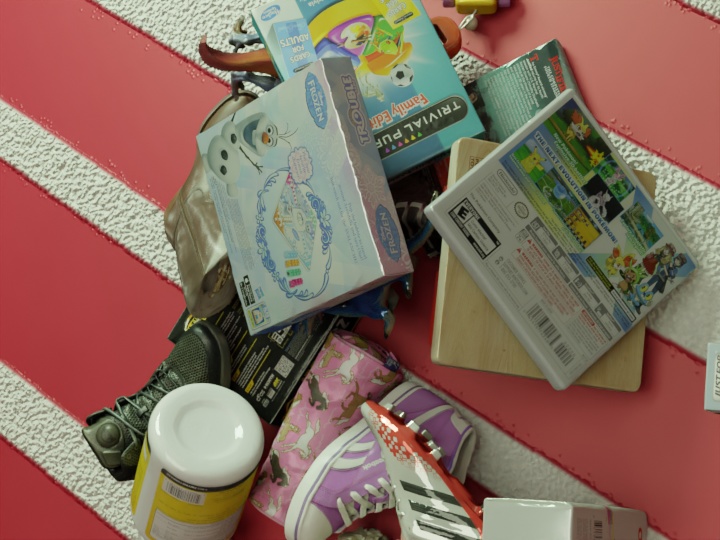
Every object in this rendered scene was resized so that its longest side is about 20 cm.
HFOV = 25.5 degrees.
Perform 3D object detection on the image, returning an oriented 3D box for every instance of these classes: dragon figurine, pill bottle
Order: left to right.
[{"bbox_3d":[-0.164,0.208,1.547,0.112,0.111,0.201,51,144,24],"label":"pill bottle"},{"bbox_3d":[0.000,0.000,1.491,0.099,0.059,0.201,22,132,-7],"label":"dragon figurine"}]

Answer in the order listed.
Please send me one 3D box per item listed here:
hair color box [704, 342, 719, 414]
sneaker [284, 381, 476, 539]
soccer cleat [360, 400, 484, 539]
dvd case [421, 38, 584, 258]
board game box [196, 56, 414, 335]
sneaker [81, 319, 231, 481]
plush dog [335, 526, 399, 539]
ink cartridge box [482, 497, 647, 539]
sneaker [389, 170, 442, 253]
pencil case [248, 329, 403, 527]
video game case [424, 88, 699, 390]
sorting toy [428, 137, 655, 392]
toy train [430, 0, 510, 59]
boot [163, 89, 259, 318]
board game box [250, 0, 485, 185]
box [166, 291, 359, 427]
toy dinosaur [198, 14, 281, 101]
[{"bbox_3d":[0.400,0.099,1.343,0.198,0.099,0.061,2,83,26],"label":"hair color box"},{"bbox_3d":[0.025,0.198,1.480,0.114,0.073,0.200,33,69,33],"label":"sneaker"},{"bbox_3d":[0.053,0.202,1.417,0.085,0.069,0.200,-43,70,3],"label":"soccer cleat"},{"bbox_3d":[0.130,-0.118,1.556,0.199,0.022,0.147,-27,70,21],"label":"dvd case"},{"bbox_3d":[-0.055,-0.064,1.450,0.198,0.043,0.202,-24,79,47],"label":"board game box"},{"bbox_3d":[-0.204,0.138,1.592,0.076,0.114,0.200,48,121,23],"label":"sneaker"},{"bbox_3d":[0.068,0.297,1.459,0.170,0.161,0.201,-26,69,-6],"label":"plush dog"},{"bbox_3d":[0.177,0.273,1.367,0.084,0.199,0.146,-1,80,29],"label":"ink cartridge box"},{"bbox_3d":[0.061,-0.086,1.536,0.198,0.076,0.117,12,71,17],"label":"sneaker"},{"bbox_3d":[-0.032,0.160,1.552,0.086,0.083,0.201,29,94,23],"label":"pencil case"},{"bbox_3d":[0.180,-0.029,1.409,0.182,0.022,0.201,-39,96,-18],"label":"video game case"},{"bbox_3d":[0.159,-0.001,1.447,0.197,0.070,0.202,9,81,-17],"label":"sorting toy"},{"bbox_3d":[0.064,-0.290,1.573,0.149,0.056,0.201,-24,68,-4],"label":"toy train"},{"bbox_3d":[-0.135,-0.067,1.593,0.188,0.064,0.200,-62,23,18],"label":"boot"},{"bbox_3d":[0.007,-0.183,1.496,0.150,0.047,0.202,-26,84,-4],"label":"board game box"},{"bbox_3d":[-0.084,0.034,1.619,0.159,0.049,0.201,36,97,29],"label":"box"},{"bbox_3d":[-0.043,-0.187,1.581,0.180,0.200,0.106,13,112,16],"label":"toy dinosaur"}]
